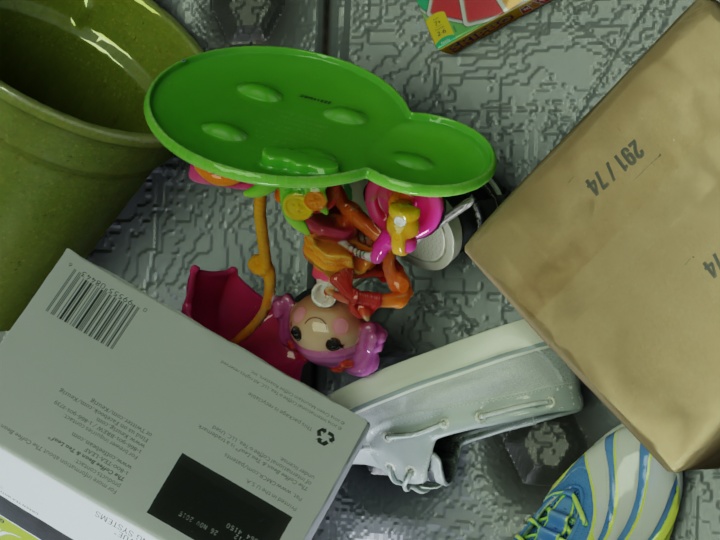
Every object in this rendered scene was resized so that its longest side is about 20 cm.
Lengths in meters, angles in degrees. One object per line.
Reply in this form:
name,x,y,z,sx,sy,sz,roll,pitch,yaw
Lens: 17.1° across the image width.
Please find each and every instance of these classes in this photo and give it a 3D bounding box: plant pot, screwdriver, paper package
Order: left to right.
plant pot,-0.213,-0.072,1.456,0.200,0.200,0.185,43,121,19
screwdriver,0.000,0.000,1.397,0.029,0.028,0.200,43,134,-6
paper package,0.194,-0.018,1.308,0.200,0.103,0.191,-48,70,16

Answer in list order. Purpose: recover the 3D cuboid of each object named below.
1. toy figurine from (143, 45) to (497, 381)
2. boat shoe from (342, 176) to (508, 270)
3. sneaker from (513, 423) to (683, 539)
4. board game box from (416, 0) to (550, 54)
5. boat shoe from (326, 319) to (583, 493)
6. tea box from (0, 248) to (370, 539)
toy figurine,-0.030,-0.005,1.354,0.199,0.150,0.185,15,123,13
boat shoe,-0.002,-0.073,1.428,0.200,0.068,0.072,34,143,26
sneaker,0.107,0.174,1.339,0.076,0.105,0.201,35,102,21
board game box,0.052,-0.240,1.423,0.095,0.030,0.201,-27,75,21
boat shoe,0.037,0.092,1.393,0.200,0.070,0.072,-24,76,19
tea box,-0.128,0.128,1.354,0.199,0.134,0.197,30,145,1
